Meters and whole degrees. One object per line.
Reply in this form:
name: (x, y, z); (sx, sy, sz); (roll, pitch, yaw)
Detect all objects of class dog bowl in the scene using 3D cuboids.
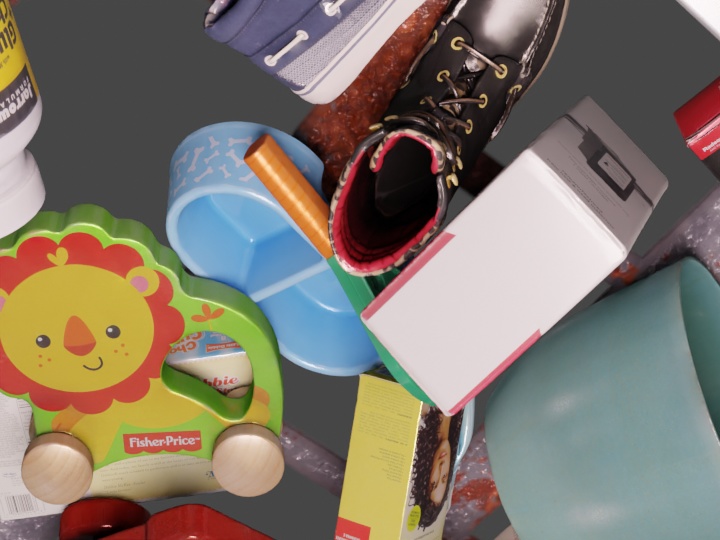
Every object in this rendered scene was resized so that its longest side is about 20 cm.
dog bowl: (-0.044, -0.007, 1.130); (0.111, 0.050, 0.200); (-24, 124, 35)

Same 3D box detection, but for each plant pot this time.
plant pot: (0.177, 0.112, 1.172); (0.160, 0.202, 0.201); (-21, 123, 22)

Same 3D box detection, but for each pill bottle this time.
pill bottle: (-0.248, -0.118, 1.023); (0.111, 0.112, 0.202); (-12, 123, 3)

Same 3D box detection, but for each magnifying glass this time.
magnifying glass: (0.000, 0.000, 1.072); (0.022, 0.080, 0.200); (-33, 109, 26)

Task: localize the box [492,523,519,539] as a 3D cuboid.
box: (0.087, 0.285, 1.326); (0.077, 0.095, 0.200); (35, 112, -24)

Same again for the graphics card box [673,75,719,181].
graphics card box: (0.309, -0.067, 1.148); (0.125, 0.051, 0.200); (-39, 117, 18)

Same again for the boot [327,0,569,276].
boot: (0.050, -0.095, 1.041); (0.073, 0.151, 0.201); (35, 118, -2)

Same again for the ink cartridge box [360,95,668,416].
ink cartridge box: (0.098, -0.015, 1.069); (0.083, 0.200, 0.145); (45, 111, 1)

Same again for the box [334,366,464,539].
box: (0.019, 0.164, 1.139); (0.050, 0.075, 0.202); (14, 101, 26)

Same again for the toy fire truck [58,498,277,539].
toy fire truck: (-0.109, 0.220, 1.213); (0.167, 0.113, 0.200); (-21, 143, 30)

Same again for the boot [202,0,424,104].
boot: (-0.004, -0.188, 1.025); (0.090, 0.073, 0.200); (27, 117, -27)

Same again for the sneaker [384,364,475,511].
sneaker: (0.038, 0.125, 1.224); (0.073, 0.082, 0.202); (1, 121, -4)

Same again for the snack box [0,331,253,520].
snack box: (-0.160, 0.104, 1.218); (0.197, 0.037, 0.117); (-7, 123, -1)

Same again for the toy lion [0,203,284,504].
toy lion: (-0.148, 0.049, 1.125); (0.197, 0.069, 0.194); (-2, 118, -2)

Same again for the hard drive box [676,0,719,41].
hard drive box: (0.242, -0.204, 1.009); (0.199, 0.077, 0.156); (39, 109, -10)
